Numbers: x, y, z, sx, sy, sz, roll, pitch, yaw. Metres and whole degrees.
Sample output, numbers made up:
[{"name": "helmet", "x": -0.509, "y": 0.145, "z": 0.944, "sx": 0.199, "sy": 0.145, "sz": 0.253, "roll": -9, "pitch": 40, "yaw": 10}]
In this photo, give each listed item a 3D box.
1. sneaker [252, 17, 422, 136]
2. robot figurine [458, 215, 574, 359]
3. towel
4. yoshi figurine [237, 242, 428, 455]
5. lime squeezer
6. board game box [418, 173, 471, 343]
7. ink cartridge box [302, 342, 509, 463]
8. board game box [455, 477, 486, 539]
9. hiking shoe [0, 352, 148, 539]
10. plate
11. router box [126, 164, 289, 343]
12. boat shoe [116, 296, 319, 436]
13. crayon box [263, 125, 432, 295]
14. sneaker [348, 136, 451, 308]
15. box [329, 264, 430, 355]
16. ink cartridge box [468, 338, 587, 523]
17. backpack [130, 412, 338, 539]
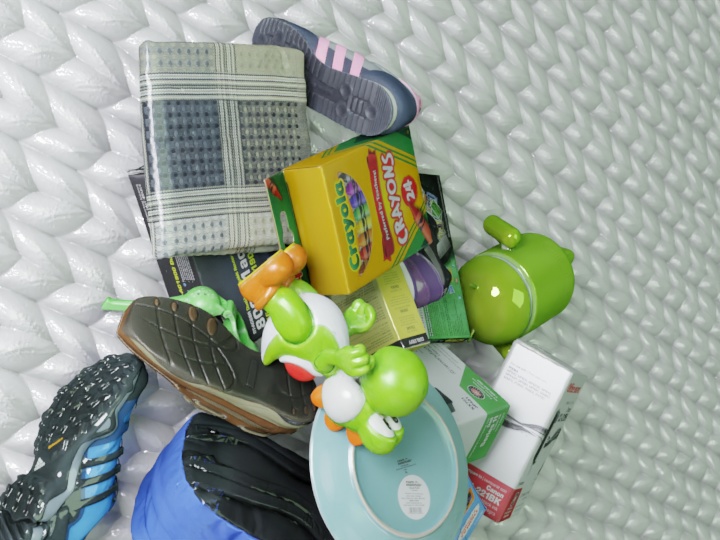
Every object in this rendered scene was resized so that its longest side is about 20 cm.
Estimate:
[{"name": "sneaker", "x": -0.024, "y": -0.196, "z": 1.210, "sx": 0.082, "sy": 0.199, "sz": 0.071, "roll": -15, "pitch": 136, "yaw": -51}, {"name": "robot figurine", "x": 0.193, "y": 0.023, "z": 1.504, "sx": 0.199, "sy": 0.115, "sz": 0.178, "roll": -25, "pitch": 121, "yaw": -46}, {"name": "towel", "x": -0.122, "y": -0.112, "z": 1.105, "sx": 0.199, "sy": 0.034, "sz": 0.195, "roll": -7, "pitch": 93, "yaw": -46}, {"name": "yoshi figurine", "x": -0.011, "y": 0.063, "z": 1.048, "sx": 0.112, "sy": 0.112, "sz": 0.201, "roll": -37, "pitch": 90, "yaw": -28}, {"name": "lime squeezer", "x": -0.137, "y": 0.059, "z": 1.105, "sx": 0.199, "sy": 0.038, "sz": 0.071, "roll": 32, "pitch": 98, "yaw": -19}, {"name": "board game box", "x": 0.067, "y": -0.016, "z": 1.377, "sx": 0.104, "sy": 0.023, "sz": 0.203, "roll": 3, "pitch": 72, "yaw": -42}, {"name": "ink cartridge box", "x": 0.045, "y": 0.153, "z": 1.303, "sx": 0.199, "sy": 0.146, "sz": 0.084, "roll": -11, "pitch": 134, "yaw": -48}, {"name": "board game box", "x": 0.066, "y": 0.276, "z": 1.256, "sx": 0.152, "sy": 0.036, "sz": 0.200, "roll": -55, "pitch": 150, "yaw": -17}, {"name": "hiking shoe", "x": -0.244, "y": 0.168, "z": 1.049, "sx": 0.201, "sy": 0.074, "sz": 0.087, "roll": -59, "pitch": 138, "yaw": -17}, {"name": "plate", "x": 0.037, "y": 0.183, "z": 1.118, "sx": 0.199, "sy": 0.025, "sz": 0.203, "roll": 16, "pitch": 65, "yaw": -38}, {"name": "router box", "x": -0.129, "y": -0.032, "z": 1.173, "sx": 0.149, "sy": 0.062, "sz": 0.202, "roll": -34, "pitch": 115, "yaw": -42}, {"name": "boat shoe", "x": -0.134, "y": 0.098, "z": 1.076, "sx": 0.199, "sy": 0.074, "sz": 0.076, "roll": 32, "pitch": 44, "yaw": -19}, {"name": "crayon box", "x": -0.007, "y": -0.056, "z": 1.159, "sx": 0.199, "sy": 0.050, "sz": 0.129, "roll": -32, "pitch": 114, "yaw": -51}, {"name": "sneaker", "x": 0.037, "y": -0.054, "z": 1.322, "sx": 0.087, "sy": 0.076, "sz": 0.202, "roll": -15, "pitch": 82, "yaw": -34}, {"name": "box", "x": 0.000, "y": 0.000, "z": 1.263, "sx": 0.050, "sy": 0.075, "sz": 0.202, "roll": -10, "pitch": 74, "yaw": -49}, {"name": "ink cartridge box", "x": 0.191, "y": 0.194, "z": 1.448, "sx": 0.202, "sy": 0.083, "sz": 0.144, "roll": -64, "pitch": 161, "yaw": 2}, {"name": "backpack", "x": -0.117, "y": 0.247, "z": 1.100, "sx": 0.199, "sy": 0.163, "sz": 0.168, "roll": 36, "pitch": 106, "yaw": -21}]
